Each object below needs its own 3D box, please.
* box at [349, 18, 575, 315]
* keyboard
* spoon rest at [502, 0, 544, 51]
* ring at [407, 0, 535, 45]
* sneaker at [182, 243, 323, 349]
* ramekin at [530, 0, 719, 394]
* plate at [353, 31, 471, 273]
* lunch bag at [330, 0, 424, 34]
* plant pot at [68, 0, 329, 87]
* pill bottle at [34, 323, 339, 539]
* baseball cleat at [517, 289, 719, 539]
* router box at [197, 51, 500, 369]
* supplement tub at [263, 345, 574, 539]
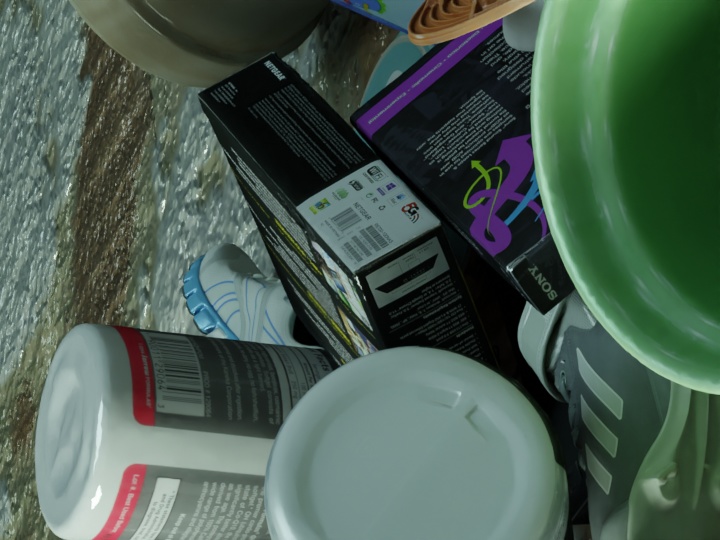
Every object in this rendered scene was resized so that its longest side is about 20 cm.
[{"bbox_3d":[0.089,-0.071,1.134,0.143,0.036,0.200,-40,29,-1],"label":"box"},{"bbox_3d":[0.088,0.037,1.219,0.127,0.021,0.200,121,148,-41],"label":"keyboard"},{"bbox_3d":[0.135,-0.131,1.089,0.061,0.099,0.200,55,152,-16],"label":"spoon rest"},{"bbox_3d":[0.101,-0.158,1.072,0.019,0.200,0.200,57,159,-13],"label":"ring"},{"bbox_3d":[-0.043,0.031,1.475,0.087,0.075,0.200,-49,32,14],"label":"sneaker"},{"bbox_3d":[0.162,-0.058,0.934,0.200,0.098,0.200,11,104,54],"label":"ramekin"},{"bbox_3d":[0.024,-0.058,1.358,0.200,0.026,0.200,-172,90,-72],"label":"plate"},{"bbox_3d":[0.036,-0.209,1.232,0.200,0.161,0.082,-56,10,46],"label":"lunch bag"},{"bbox_3d":[-0.059,-0.226,1.443,0.173,0.200,0.200,-24,60,45],"label":"plant pot"},{"bbox_3d":[-0.058,0.091,1.307,0.111,0.200,0.111,-172,90,-66],"label":"pill bottle"},{"bbox_3d":[0.114,0.066,1.083,0.106,0.070,0.200,-11,62,47],"label":"baseball cleat"},{"bbox_3d":[0.000,0.000,1.226,0.200,0.051,0.149,49,165,52],"label":"router box"},{"bbox_3d":[0.031,0.125,1.078,0.200,0.122,0.123,76,-174,-61],"label":"supplement tub"}]
